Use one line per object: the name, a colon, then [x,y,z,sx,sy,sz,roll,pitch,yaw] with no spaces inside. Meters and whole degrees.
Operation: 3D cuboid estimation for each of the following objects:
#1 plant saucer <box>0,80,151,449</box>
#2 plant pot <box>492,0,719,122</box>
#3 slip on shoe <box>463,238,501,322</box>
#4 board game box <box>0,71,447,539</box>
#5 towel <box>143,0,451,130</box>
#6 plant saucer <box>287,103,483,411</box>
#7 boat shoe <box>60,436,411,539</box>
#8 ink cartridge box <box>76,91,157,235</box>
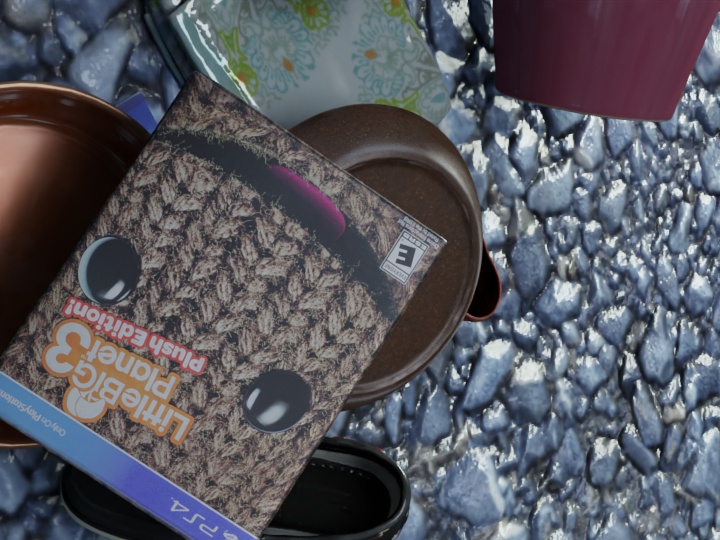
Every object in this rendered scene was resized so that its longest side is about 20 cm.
plant saucer: [-0.186,-0.003,0.954,0.200,0.032,0.201,-3,97,-24]
plant pot: [0.170,-0.203,1.210,0.200,0.200,0.179,-2,107,-42]
slip on shoe: [0.043,-0.033,1.133,0.074,0.061,0.200,-55,142,-21]
board game box: [-0.080,0.027,0.913,0.159,0.097,0.200,33,82,-6]
towel: [-0.032,-0.135,1.111,0.171,0.048,0.200,-46,119,-31]
plant saucer: [0.000,0.000,1.059,0.200,0.034,0.201,-13,116,-29]
boat shoe: [-0.070,0.122,0.993,0.201,0.063,0.074,6,68,-4]
ink cartridge box: [-0.117,0.001,1.042,0.099,0.039,0.200,-38,114,-34]
